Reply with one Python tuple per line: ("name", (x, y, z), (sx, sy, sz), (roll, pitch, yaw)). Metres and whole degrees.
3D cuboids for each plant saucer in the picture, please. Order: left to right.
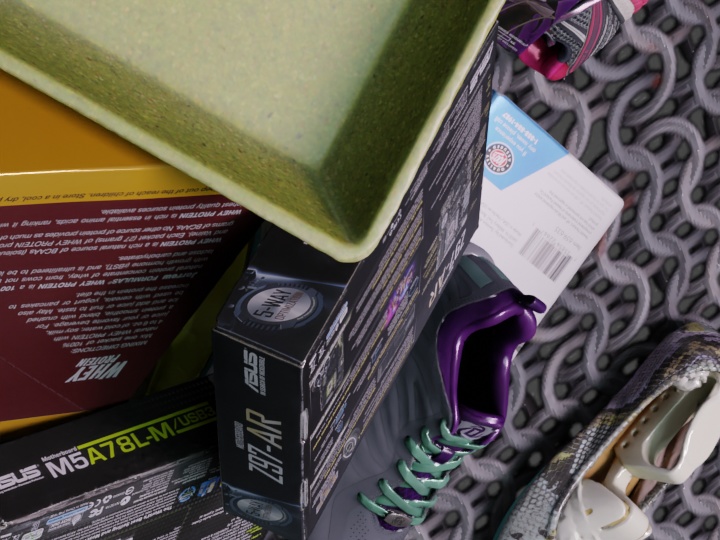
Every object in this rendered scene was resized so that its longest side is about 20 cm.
("plant saucer", (-0.041, -0.136, 0.861), (0.199, 0.048, 0.201), (29, 87, -12))

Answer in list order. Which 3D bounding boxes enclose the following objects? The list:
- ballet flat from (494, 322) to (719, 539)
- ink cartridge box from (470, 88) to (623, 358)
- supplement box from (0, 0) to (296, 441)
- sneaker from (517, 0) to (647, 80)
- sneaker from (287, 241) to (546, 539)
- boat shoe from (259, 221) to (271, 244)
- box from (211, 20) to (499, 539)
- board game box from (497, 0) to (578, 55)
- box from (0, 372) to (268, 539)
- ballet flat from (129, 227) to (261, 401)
("ballet flat", (0.155, 0.118, 1.283), (0.201, 0.072, 0.072), (-49, 126, -3))
("ink cartridge box", (0.034, 0.006, 1.173), (0.116, 0.067, 0.201), (37, 90, -36))
("supplement box", (-0.168, -0.032, 0.928), (0.196, 0.133, 0.200), (-5, 147, -41))
("sneaker", (0.087, -0.160, 1.102), (0.075, 0.081, 0.200), (-49, 144, 0))
("sneaker", (0.026, 0.086, 1.108), (0.074, 0.087, 0.202), (14, 103, -33))
("boat shoe", (0.006, -0.086, 1.116), (0.062, 0.072, 0.202), (-1, 111, -67))
("box", (0.000, 0.000, 0.983), (0.161, 0.043, 0.201), (91, 24, -57))
("board game box", (0.020, -0.178, 0.930), (0.199, 0.120, 0.032), (30, 51, -14))
("box", (-0.126, 0.139, 1.059), (0.199, 0.048, 0.194), (-18, 148, -40))
("ballet flat", (-0.112, 0.049, 1.111), (0.067, 0.067, 0.202), (15, 104, -27))
